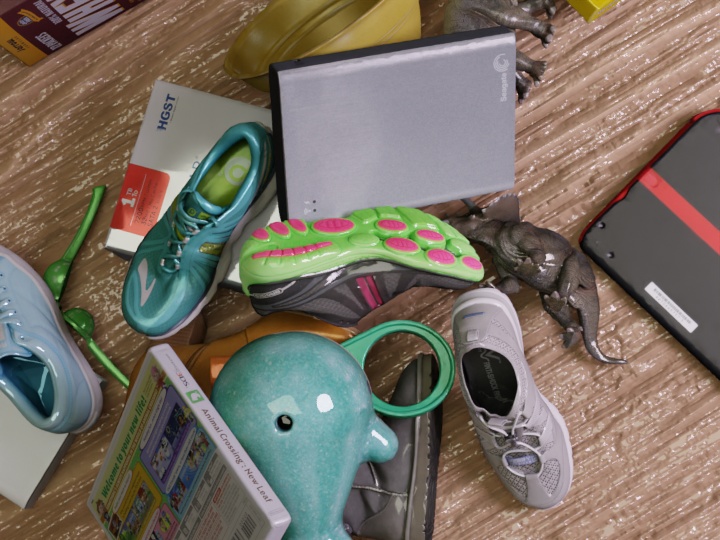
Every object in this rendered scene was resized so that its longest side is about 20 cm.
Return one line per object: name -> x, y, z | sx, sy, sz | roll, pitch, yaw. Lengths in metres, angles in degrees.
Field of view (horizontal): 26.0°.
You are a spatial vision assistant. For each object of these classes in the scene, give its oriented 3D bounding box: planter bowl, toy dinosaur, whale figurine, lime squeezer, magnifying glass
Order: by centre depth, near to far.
whale figurine -> -0.049, 0.148, 1.208 | 0.159, 0.104, 0.200 | -7, 91, 3
magnifying glass -> -0.022, 0.082, 1.273 | 0.200, 0.022, 0.080 | 0, 78, -3
toy dinosaur -> 0.158, 0.000, 1.304 | 0.200, 0.102, 0.077 | 31, 132, -5
planter bowl -> -0.011, -0.195, 1.322 | 0.200, 0.200, 0.083 | -35, 114, 2
toy dinosaur -> 0.110, -0.205, 1.330 | 0.102, 0.077, 0.200 | 17, 89, -5
lime squeezer -> -0.241, 0.029, 1.379 | 0.071, 0.038, 0.200 | -10, 80, -26

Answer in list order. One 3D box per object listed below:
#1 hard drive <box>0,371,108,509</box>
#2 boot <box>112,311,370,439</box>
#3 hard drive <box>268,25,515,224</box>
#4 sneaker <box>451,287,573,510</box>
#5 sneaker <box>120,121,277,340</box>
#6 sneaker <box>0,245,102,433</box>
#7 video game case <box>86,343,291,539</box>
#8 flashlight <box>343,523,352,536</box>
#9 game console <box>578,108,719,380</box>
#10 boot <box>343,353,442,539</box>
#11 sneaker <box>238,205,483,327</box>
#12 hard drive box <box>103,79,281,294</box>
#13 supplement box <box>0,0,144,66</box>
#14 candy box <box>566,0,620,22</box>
hard drive -> -0.342, 0.103, 1.381 | 0.200, 0.027, 0.132 | 31, 88, 9
boot -> -0.099, 0.105, 1.307 | 0.201, 0.071, 0.144 | 4, 58, 17
hard drive -> 0.029, -0.115, 1.260 | 0.200, 0.033, 0.140 | -12, 121, -16
sneaker -> 0.115, 0.118, 1.270 | 0.075, 0.082, 0.200 | -18, 110, 20
sneaker -> -0.136, -0.038, 1.268 | 0.077, 0.080, 0.200 | 30, 88, 9
sneaker -> -0.294, 0.052, 1.323 | 0.074, 0.082, 0.200 | -42, 80, 10
video game case -> -0.140, 0.188, 1.225 | 0.182, 0.022, 0.200 | 51, 134, 27
flashlight -> -0.096, 0.264, 1.299 | 0.200, 0.068, 0.068 | -15, 81, 13
game console -> 0.313, -0.020, 1.319 | 0.200, 0.031, 0.177 | 44, 95, 10
boot -> -0.035, 0.153, 1.325 | 0.200, 0.073, 0.182 | 5, 82, 14
sneaker -> 0.000, 0.000, 1.262 | 0.200, 0.084, 0.077 | -1, 42, -10
hard drive box -> -0.098, -0.060, 1.346 | 0.200, 0.077, 0.156 | 15, 85, 8
supplement box -> -0.269, -0.323, 1.367 | 0.200, 0.133, 0.197 | -29, 81, 3
candy box -> 0.164, -0.311, 1.345 | 0.102, 0.026, 0.200 | -36, 79, -33
